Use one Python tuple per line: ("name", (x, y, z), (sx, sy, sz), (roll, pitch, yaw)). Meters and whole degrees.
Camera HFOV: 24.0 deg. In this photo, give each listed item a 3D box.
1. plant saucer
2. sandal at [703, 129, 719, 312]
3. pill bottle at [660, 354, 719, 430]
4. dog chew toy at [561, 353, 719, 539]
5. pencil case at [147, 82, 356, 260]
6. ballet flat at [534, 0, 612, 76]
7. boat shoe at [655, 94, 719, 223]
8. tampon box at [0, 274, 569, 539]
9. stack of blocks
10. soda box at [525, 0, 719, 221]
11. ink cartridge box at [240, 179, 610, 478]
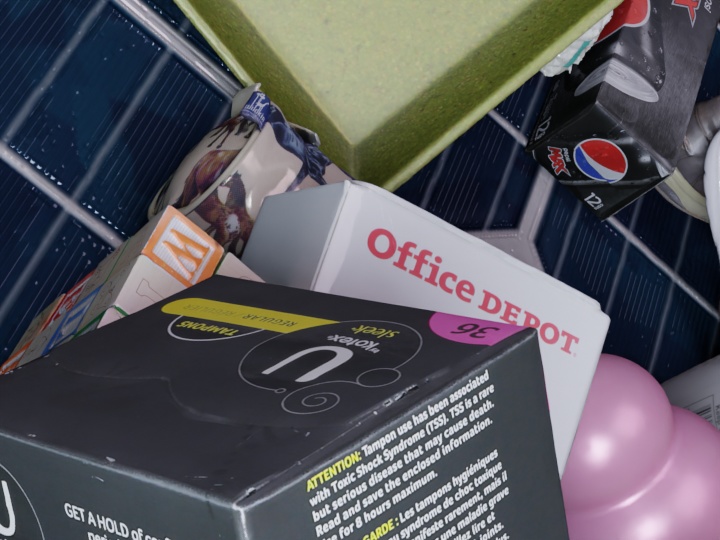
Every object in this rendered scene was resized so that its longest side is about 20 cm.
("plant saucer", (0.008, -0.165, 0.881), (0.200, 0.048, 0.200), (-40, 96, -5))
("sandal", (0.254, 0.012, 1.007), (0.079, 0.059, 0.207), (-21, 101, -34))
("pill bottle", (0.255, 0.078, 0.904), (0.114, 0.200, 0.114), (21, 54, -32))
("dog chew toy", (0.137, 0.120, 0.808), (0.200, 0.124, 0.125), (56, 40, -25))
("pencil case", (0.000, 0.000, 0.812), (0.200, 0.078, 0.089), (38, 68, -17))
("ballet flat", (0.071, -0.183, 0.987), (0.072, 0.072, 0.200), (5, 39, -40))
("boat shoe", (0.271, -0.049, 1.086), (0.200, 0.073, 0.075), (24, 52, -29))
("tampon box", (-0.024, 0.120, 0.533), (0.126, 0.150, 0.200), (-27, 115, -41))
("stack of blocks", (-0.117, 0.081, 0.634), (0.059, 0.115, 0.200), (40, 46, -16))
("soda box", (0.168, -0.128, 1.050), (0.071, 0.063, 0.200), (40, 45, -17))
("ink cartridge box", (0.002, 0.083, 0.710), (0.145, 0.084, 0.200), (26, 75, -27))
